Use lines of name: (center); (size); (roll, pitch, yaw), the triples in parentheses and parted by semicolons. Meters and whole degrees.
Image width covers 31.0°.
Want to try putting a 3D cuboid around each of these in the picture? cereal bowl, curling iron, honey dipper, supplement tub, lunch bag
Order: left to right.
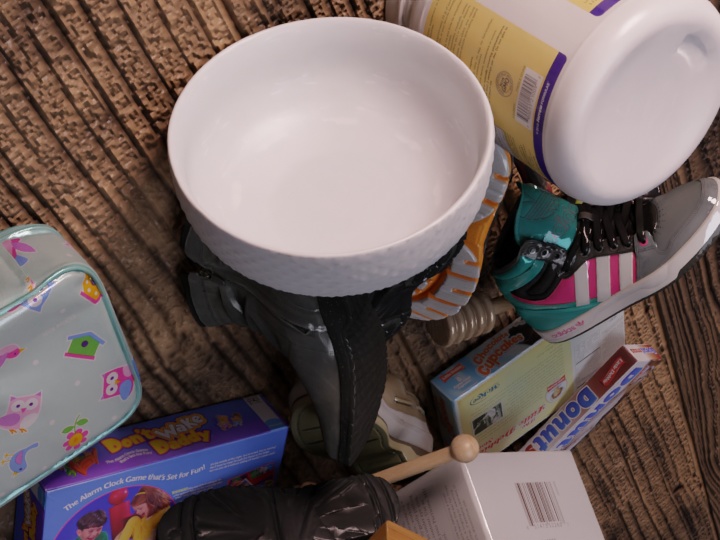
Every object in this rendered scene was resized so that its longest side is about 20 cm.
lunch bag: (-0.241, 0.077, 0.799); (0.200, 0.077, 0.161); (-32, 138, -18)
cereal bowl: (-0.016, -0.061, 0.802); (0.200, 0.200, 0.083); (-31, 147, -19)
honey dipper: (0.006, 0.169, 1.038); (0.199, 0.038, 0.038); (-25, 148, 27)
curling iron: (0.138, -0.059, 1.070); (0.049, 0.026, 0.200); (-31, 146, 13)
honey dipper: (0.146, 0.019, 1.109); (0.199, 0.038, 0.038); (-18, 131, -29)
supplement tub: (0.122, -0.148, 0.849); (0.145, 0.200, 0.146); (-23, 133, -26)

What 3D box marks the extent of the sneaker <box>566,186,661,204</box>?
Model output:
sneaker: (0.225, -0.081, 1.066); (0.072, 0.083, 0.201); (-7, 114, -41)

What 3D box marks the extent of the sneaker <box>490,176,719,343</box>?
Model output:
sneaker: (0.174, -0.033, 1.000); (0.121, 0.084, 0.200); (36, 126, -23)

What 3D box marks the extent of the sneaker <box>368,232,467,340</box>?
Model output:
sneaker: (0.000, 0.000, 0.957); (0.076, 0.091, 0.200); (-17, 153, -46)

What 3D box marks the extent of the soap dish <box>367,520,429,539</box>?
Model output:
soap dish: (0.052, 0.282, 0.969); (0.200, 0.081, 0.157); (30, 115, -21)

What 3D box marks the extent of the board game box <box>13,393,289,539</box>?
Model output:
board game box: (-0.157, 0.178, 0.976); (0.199, 0.045, 0.135); (-10, 127, -36)

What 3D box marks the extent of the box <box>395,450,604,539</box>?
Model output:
box: (0.086, 0.246, 1.133); (0.152, 0.107, 0.200); (5, 146, -43)

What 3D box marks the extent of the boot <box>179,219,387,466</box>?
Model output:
boot: (-0.054, 0.039, 0.905); (0.068, 0.130, 0.201); (-55, 147, -50)

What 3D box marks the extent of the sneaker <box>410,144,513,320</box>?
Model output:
sneaker: (0.069, -0.040, 0.982); (0.077, 0.078, 0.200); (-67, -177, -49)

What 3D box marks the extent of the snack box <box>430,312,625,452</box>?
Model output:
snack box: (0.157, 0.090, 1.189); (0.200, 0.037, 0.116); (-33, 139, -17)

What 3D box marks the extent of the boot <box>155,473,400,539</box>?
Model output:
boot: (-0.064, 0.233, 1.011); (0.197, 0.074, 0.163); (-7, 141, -19)

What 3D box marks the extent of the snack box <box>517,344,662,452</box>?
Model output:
snack box: (0.202, 0.146, 1.241); (0.200, 0.024, 0.072); (-49, 155, 20)

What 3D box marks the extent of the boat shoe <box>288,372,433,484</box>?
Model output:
boat shoe: (0.000, 0.115, 1.045); (0.074, 0.069, 0.200); (-13, 152, 20)
